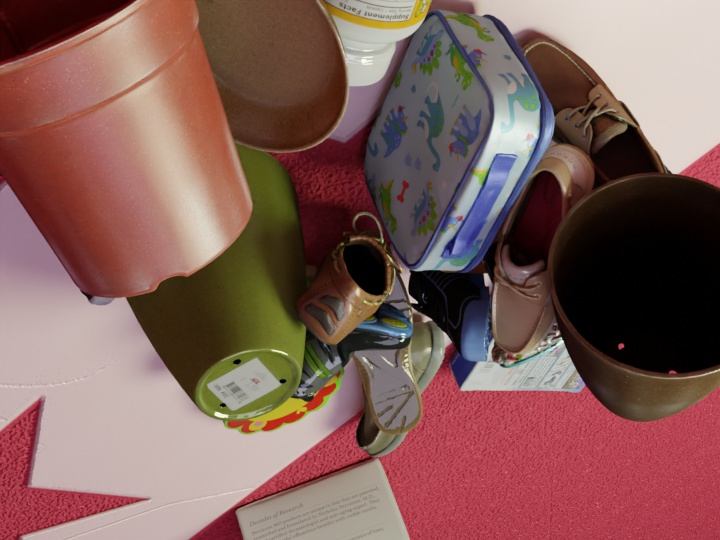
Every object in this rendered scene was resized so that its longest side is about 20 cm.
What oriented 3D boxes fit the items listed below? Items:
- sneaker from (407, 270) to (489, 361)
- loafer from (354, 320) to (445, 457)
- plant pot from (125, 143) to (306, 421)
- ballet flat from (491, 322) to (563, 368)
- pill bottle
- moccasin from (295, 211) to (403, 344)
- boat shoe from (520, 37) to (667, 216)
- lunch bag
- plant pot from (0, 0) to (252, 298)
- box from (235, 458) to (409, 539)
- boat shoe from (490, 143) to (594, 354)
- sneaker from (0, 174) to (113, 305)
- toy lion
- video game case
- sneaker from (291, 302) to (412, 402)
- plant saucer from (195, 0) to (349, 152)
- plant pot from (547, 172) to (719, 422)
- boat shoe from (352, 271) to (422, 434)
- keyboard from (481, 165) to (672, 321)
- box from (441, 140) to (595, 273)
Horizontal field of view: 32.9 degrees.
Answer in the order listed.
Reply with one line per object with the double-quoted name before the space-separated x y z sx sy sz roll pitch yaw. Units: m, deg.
"sneaker" 0.085 0.031 1.193 0.077 0.200 0.071 0 111 1
"loafer" 0.029 0.129 1.376 0.069 0.076 0.202 10 126 -19
"plant pot" -0.120 0.025 1.069 0.184 0.202 0.189 -13 140 -11
"ballet flat" 0.210 0.025 1.203 0.198 0.076 0.065 -26 112 -2
"pill bottle" 0.011 -0.243 0.908 0.111 0.114 0.201 -1 135 -25
"moccasin" -0.001 -0.001 1.078 0.078 0.074 0.201 -43 177 19
"boat shoe" 0.213 -0.128 1.089 0.076 0.200 0.072 -41 -179 -2
"lunch bag" 0.080 -0.106 1.057 0.081 0.162 0.201 1 134 -28
"plant pot" -0.176 -0.101 0.859 0.198 0.201 0.197 -23 121 -1
"box" -0.034 0.370 1.555 0.197 0.132 0.200 -19 141 -4
"boat shoe" 0.148 -0.012 1.081 0.069 0.073 0.203 -26 132 -56
"sneaker" -0.244 -0.067 0.992 0.112 0.076 0.203 0 115 -18
"toy lion" -0.077 0.101 1.296 0.199 0.069 0.191 -35 146 13
"video game case" 0.222 0.059 1.403 0.179 0.046 0.201 5 133 -29
"sneaker" -0.042 0.079 1.160 0.197 0.071 0.084 -15 103 14
"plant saucer" -0.089 -0.179 0.918 0.198 0.036 0.202 21 142 17
"plant pot" 0.251 0.050 1.062 0.184 0.189 0.201 -19 150 -5
"boat shoe" 0.020 0.068 1.239 0.071 0.065 0.203 -15 117 -3
"keyboard" 0.224 -0.008 1.152 0.198 0.021 0.128 -26 103 3
"box" 0.168 -0.072 1.189 0.197 0.098 0.125 1 135 -28
